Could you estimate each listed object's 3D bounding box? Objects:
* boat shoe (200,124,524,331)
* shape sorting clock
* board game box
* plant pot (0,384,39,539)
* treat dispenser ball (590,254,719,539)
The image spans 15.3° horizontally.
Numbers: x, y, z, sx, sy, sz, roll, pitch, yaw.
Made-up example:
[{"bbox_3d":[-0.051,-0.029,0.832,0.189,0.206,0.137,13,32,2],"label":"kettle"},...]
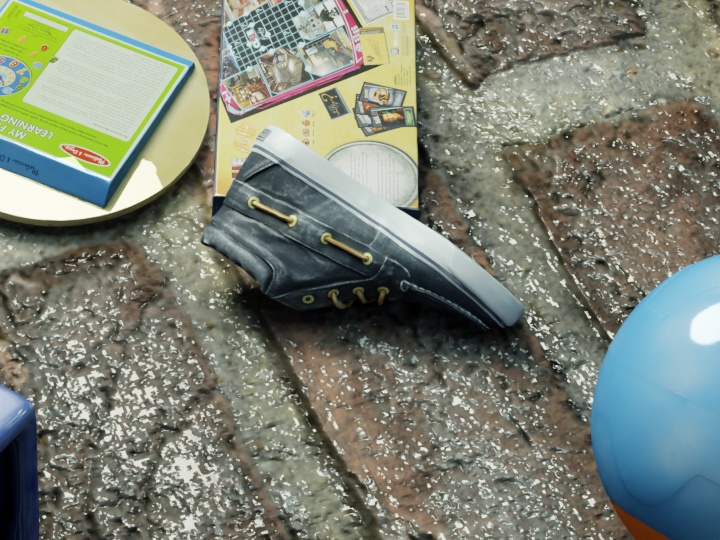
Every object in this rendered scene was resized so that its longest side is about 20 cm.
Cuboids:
[{"bbox_3d":[0.000,0.000,1.681,0.200,0.071,0.091,34,89,-1],"label":"boat shoe"},{"bbox_3d":[-0.199,-0.108,1.765,0.199,0.039,0.201,4,49,-5],"label":"shape sorting clock"},{"bbox_3d":[-0.030,-0.107,1.787,0.135,0.035,0.201,4,48,-3],"label":"board game box"},{"bbox_3d":[-0.298,0.147,1.414,0.179,0.200,0.200,28,52,17],"label":"plant pot"},{"bbox_3d":[0.232,0.087,1.533,0.200,0.201,0.201,3,48,-4],"label":"treat dispenser ball"}]
